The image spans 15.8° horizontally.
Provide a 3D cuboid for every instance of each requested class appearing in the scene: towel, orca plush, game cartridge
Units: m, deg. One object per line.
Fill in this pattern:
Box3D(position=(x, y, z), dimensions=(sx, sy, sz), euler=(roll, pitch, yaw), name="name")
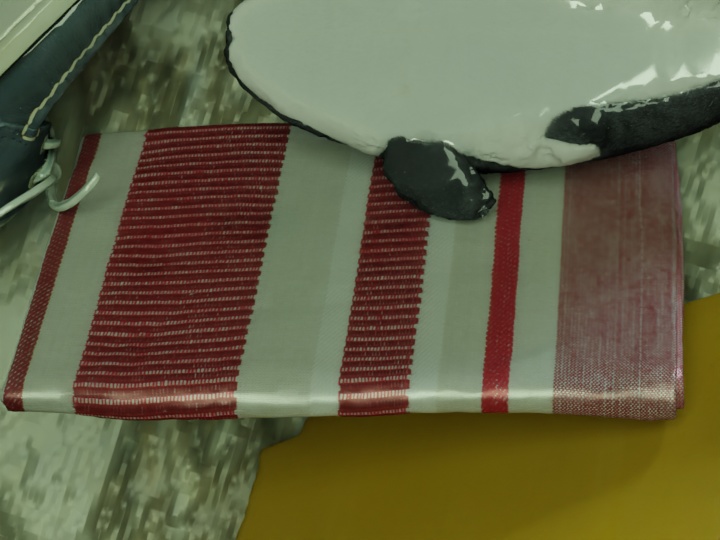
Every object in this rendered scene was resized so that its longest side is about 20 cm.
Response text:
Box3D(position=(0.000, 0.000, 0.805), dimensions=(0.200, 0.144, 0.023), euler=(-1, 126, 7), name="towel")
Box3D(position=(0.062, -0.076, 0.820), dimensions=(0.200, 0.071, 0.105), euler=(-16, 86, 16), name="orca plush")
Box3D(position=(0.035, 0.099, 0.751), dimensions=(0.176, 0.200, 0.032), euler=(-18, 122, 24), name="game cartridge")

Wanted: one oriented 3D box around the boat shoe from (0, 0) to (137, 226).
Box3D(position=(-0.132, -0.035, 0.835), dimensions=(0.062, 0.075, 0.200), euler=(38, 102, -26), name="boat shoe")
